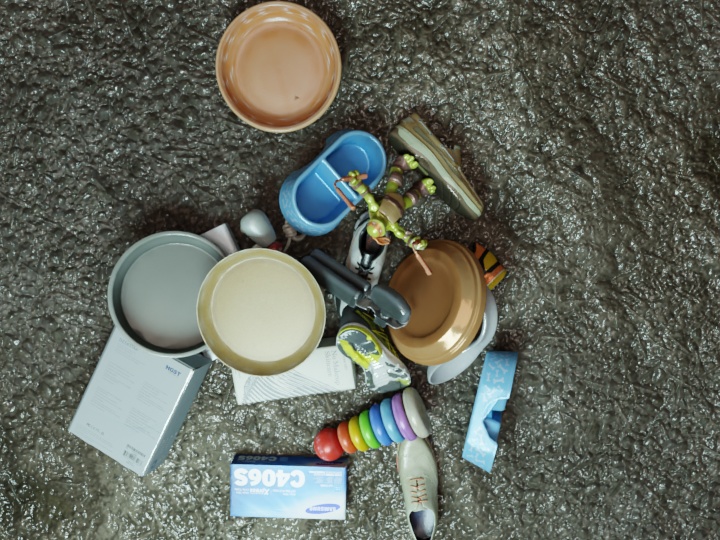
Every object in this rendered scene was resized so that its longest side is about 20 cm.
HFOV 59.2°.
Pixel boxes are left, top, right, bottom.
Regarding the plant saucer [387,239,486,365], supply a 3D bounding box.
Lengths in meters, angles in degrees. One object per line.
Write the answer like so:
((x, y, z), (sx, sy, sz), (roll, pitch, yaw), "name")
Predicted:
((0.106, 0.046, 0.991), (0.037, 0.200, 0.201), (16, 98, -40), "plant saucer")

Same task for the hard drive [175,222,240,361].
((-0.241, 0.038, 1.070), (0.131, 0.027, 0.201), (-24, 95, 4), "hard drive")

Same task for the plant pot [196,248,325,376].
((-0.151, 0.064, 0.974), (0.199, 0.027, 0.201), (0, 99, 3), "plant pot")

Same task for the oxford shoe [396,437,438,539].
((0.103, 0.369, 1.075), (0.070, 0.074, 0.201), (-11, 95, 3), "oxford shoe")

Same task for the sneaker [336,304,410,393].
((0.028, 0.126, 1.030), (0.074, 0.085, 0.200), (-17, 135, 18), "sneaker")

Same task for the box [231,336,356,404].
((-0.109, 0.165, 1.060), (0.199, 0.068, 0.083), (-9, 96, 2), "box")

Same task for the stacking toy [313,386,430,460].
((0.012, 0.267, 1.062), (0.199, 0.085, 0.086), (-23, 95, 11), "stacking toy")

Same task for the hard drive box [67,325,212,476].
((-0.365, 0.208, 1.052), (0.155, 0.077, 0.201), (28, 96, 8), "hard drive box")

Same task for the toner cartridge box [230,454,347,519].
((-0.123, 0.373, 1.095), (0.199, 0.043, 0.096), (1, 97, 1), "toner cartridge box")

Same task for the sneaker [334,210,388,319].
((0.000, 0.000, 1.037), (0.073, 0.080, 0.201), (11, 98, -2), "sneaker")

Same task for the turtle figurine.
((0.055, -0.093, 0.977), (0.200, 0.064, 0.161), (41, 55, -7), "turtle figurine")

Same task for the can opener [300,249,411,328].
((-0.004, 0.024, 0.983), (0.199, 0.053, 0.067), (30, 127, 19), "can opener")

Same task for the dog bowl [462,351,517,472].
((0.211, 0.225, 1.038), (0.049, 0.111, 0.201), (14, 97, 13), "dog bowl")

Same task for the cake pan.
((-0.295, 0.038, 1.009), (0.199, 0.037, 0.202), (2, 80, -13), "cake pan")

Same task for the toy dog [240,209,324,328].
((-0.143, 0.001, 1.034), (0.096, 0.132, 0.201), (-13, 92, 41), "toy dog")

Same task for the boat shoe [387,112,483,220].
((0.138, -0.173, 1.025), (0.076, 0.072, 0.200), (-44, 95, -11), "boat shoe")

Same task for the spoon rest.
((0.167, 0.118, 1.014), (0.099, 0.061, 0.201), (-12, 137, -33), "spoon rest")

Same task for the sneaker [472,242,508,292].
((0.144, 0.038, 1.050), (0.200, 0.070, 0.090), (-38, 81, 3), "sneaker")

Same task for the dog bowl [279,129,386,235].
((-0.038, -0.144, 1.007), (0.200, 0.050, 0.112), (-46, 103, -13), "dog bowl")

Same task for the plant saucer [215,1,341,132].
((-0.130, -0.323, 1.018), (0.199, 0.037, 0.201), (0, 97, 0), "plant saucer")
